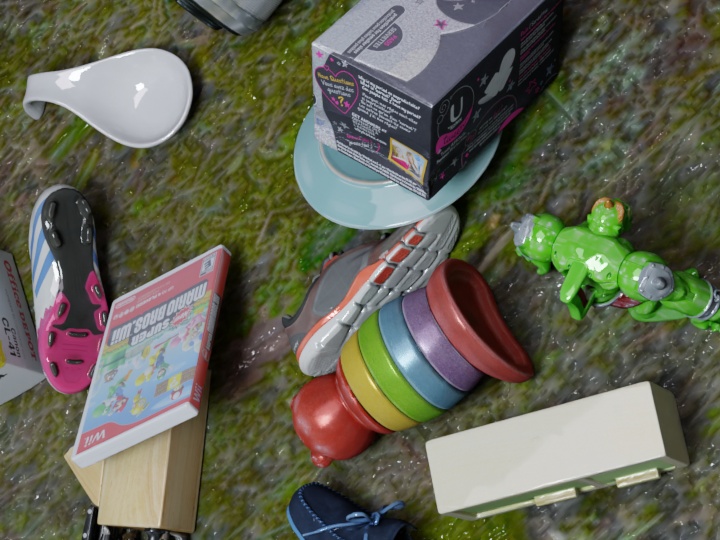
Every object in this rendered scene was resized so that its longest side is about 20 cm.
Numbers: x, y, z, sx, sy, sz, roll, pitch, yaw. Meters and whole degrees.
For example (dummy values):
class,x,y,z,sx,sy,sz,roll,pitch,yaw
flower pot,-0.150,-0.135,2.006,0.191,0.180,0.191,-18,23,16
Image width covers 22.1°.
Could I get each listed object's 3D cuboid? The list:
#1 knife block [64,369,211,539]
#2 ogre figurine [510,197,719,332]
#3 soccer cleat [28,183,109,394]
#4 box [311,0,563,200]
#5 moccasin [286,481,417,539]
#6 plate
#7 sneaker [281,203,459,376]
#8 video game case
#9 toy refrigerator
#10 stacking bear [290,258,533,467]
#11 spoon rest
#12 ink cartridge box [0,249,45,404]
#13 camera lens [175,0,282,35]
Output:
class,x,y,z,sx,sy,sz,roll,pitch,yaw
knife block,-0.182,0.206,1.682,0.200,0.064,0.176,-44,64,10
ogre figurine,0.205,-0.002,1.509,0.200,0.120,0.098,44,99,26
soccer cleat,-0.284,0.017,1.781,0.086,0.069,0.201,-177,86,-67
box,0.066,-0.182,1.563,0.132,0.115,0.200,30,54,24
moccasin,0.028,0.236,1.565,0.200,0.080,0.068,34,125,17
plate,0.029,-0.126,1.638,0.199,0.026,0.201,-12,53,16
sneaker,0.000,0.000,1.637,0.200,0.077,0.082,-45,56,9
video game case,-0.188,0.076,1.671,0.143,0.017,0.201,-26,36,29
toy refrigerator,0.163,0.154,1.520,0.199,0.076,0.070,-18,71,21
stacking bear,0.028,0.091,1.586,0.200,0.114,0.122,-37,65,19
spoon rest,-0.252,-0.170,1.802,0.199,0.061,0.100,4,80,27
ink cartridge box,-0.399,0.038,1.748,0.085,0.200,0.148,-27,68,17
camera lens,-0.109,-0.333,1.713,0.200,0.160,0.160,-49,63,8
